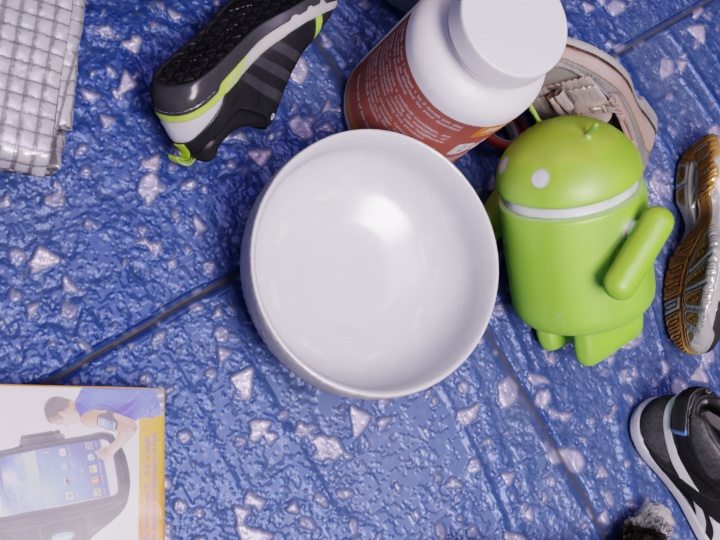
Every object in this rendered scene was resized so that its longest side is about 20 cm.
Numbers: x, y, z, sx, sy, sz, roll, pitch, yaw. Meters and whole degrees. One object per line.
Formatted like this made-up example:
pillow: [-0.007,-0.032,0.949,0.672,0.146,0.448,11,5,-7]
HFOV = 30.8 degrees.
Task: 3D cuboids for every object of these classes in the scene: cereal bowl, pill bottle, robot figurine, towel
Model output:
cereal bowl: [0.000,0.000,0.983,0.198,0.083,0.202,4,78,-20]
pill bottle: [0.070,-0.150,0.986,0.111,0.200,0.113,5,75,-21]
robot figurine: [0.169,-0.030,1.022,0.115,0.175,0.202,-26,119,-28]
towel: [-0.281,-0.164,0.911,0.164,0.085,0.202,9,72,-22]

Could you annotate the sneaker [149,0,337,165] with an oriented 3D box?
sneaker: [-0.088,-0.152,1.008,0.200,0.071,0.083,-44,134,-33]

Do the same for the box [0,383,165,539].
box: [-0.231,0.138,0.880,0.198,0.041,0.120,4,76,-24]

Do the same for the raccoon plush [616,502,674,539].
raccoon plush: [0.149,0.229,1.014,0.134,0.097,0.200,36,36,3]

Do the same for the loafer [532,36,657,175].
loafer: [0.190,-0.126,1.064,0.199,0.071,0.063,26,65,-51]

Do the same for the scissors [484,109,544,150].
scissors: [0.168,-0.083,1.111,0.200,0.014,0.073,46,51,-11]

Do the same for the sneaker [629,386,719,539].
sneaker: [0.312,0.180,1.056,0.200,0.112,0.073,46,66,-6]

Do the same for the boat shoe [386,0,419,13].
boat shoe: [0.083,-0.244,1.028,0.068,0.198,0.074,-54,129,-21]

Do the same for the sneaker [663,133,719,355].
sneaker: [0.319,-0.019,1.128,0.087,0.076,0.202,18,72,-17]
